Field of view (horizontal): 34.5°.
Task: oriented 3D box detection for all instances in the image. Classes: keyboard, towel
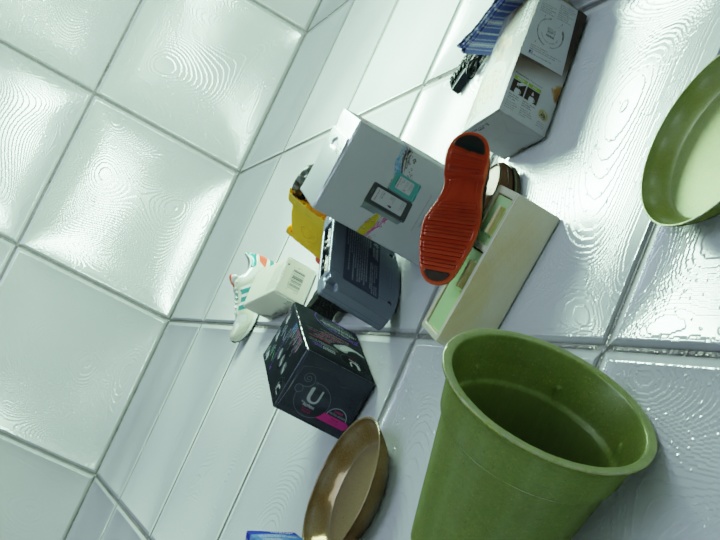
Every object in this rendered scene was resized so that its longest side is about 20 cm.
[{"bbox_3d":[0.200,-0.393,1.930,0.201,0.039,0.104,-58,16,19],"label":"keyboard"},{"bbox_3d":[0.238,-0.392,1.680,0.024,0.144,0.200,55,127,20],"label":"towel"}]

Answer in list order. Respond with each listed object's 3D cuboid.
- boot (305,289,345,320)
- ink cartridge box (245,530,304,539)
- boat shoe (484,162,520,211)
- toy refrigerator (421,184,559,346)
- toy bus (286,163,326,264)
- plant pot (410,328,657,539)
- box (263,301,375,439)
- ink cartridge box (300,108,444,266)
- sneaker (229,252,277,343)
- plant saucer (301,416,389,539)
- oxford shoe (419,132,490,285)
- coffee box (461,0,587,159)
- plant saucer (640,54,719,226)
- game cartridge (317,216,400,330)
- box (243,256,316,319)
[{"bbox_3d":[-0.024,0.007,1.953,0.200,0.067,0.132,-29,31,60],"label":"boot"},{"bbox_3d":[-0.106,0.415,1.483,0.200,0.075,0.138,178,100,-73],"label":"ink cartridge box"},{"bbox_3d":[0.156,-0.069,1.510,0.072,0.068,0.202,-42,25,53],"label":"boat shoe"},{"bbox_3d":[0.153,0.002,1.407,0.201,0.069,0.076,-60,16,6],"label":"toy refrigerator"},{"bbox_3d":[-0.035,-0.105,2.032,0.200,0.135,0.193,-44,-18,-34],"label":"toy bus"},{"bbox_3d":[0.131,0.187,1.030,0.201,0.198,0.192,-97,27,-63],"label":"plant pot"},{"bbox_3d":[-0.066,0.149,1.748,0.107,0.121,0.200,-58,17,11],"label":"box"},{"bbox_3d":[0.035,-0.125,1.730,0.147,0.199,0.147,-60,16,8],"label":"ink cartridge box"},{"bbox_3d":[-0.256,0.054,2.517,0.201,0.093,0.070,-65,17,-7],"label":"sneaker"},{"bbox_3d":[-0.013,0.292,1.520,0.201,0.035,0.201,-55,18,27],"label":"plant saucer"},{"bbox_3d":[0.124,-0.066,1.427,0.073,0.070,0.202,61,-135,-63],"label":"oxford shoe"},{"bbox_3d":[0.225,-0.269,1.590,0.114,0.079,0.202,-23,42,65],"label":"coffee box"},{"bbox_3d":[0.343,-0.126,1.100,0.201,0.031,0.201,-54,20,29],"label":"plant saucer"},{"bbox_3d":[0.000,0.000,1.758,0.041,0.132,0.201,-51,20,32],"label":"game cartridge"},{"bbox_3d":[-0.163,0.038,2.306,0.200,0.068,0.083,-23,42,66],"label":"box"}]
